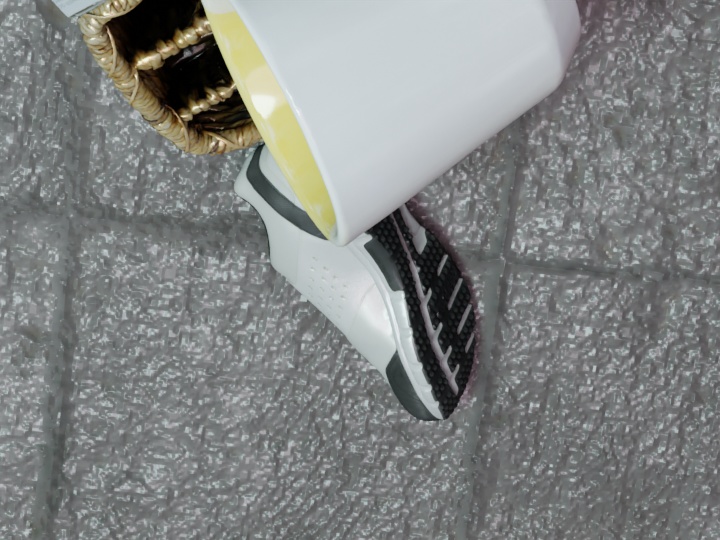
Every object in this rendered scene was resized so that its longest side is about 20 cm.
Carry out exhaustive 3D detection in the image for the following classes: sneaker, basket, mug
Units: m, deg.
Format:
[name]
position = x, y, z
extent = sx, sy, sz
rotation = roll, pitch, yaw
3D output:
[sneaker]
position = 0.000, 0.000, 1.598
extent = 0.080, 0.074, 0.201
rotation = -9, 121, 31
[basket]
position = -0.032, -0.141, 1.486
extent = 0.199, 0.149, 0.143
rotation = -29, 111, 7
[mug]
position = 0.016, -0.118, 1.404
extent = 0.153, 0.187, 0.150
rotation = -29, 113, -7

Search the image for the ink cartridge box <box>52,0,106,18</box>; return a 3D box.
[ink cartridge box]
position = -0.150, -0.260, 1.419
extent = 0.200, 0.197, 0.043
rotation = 48, 143, -18
